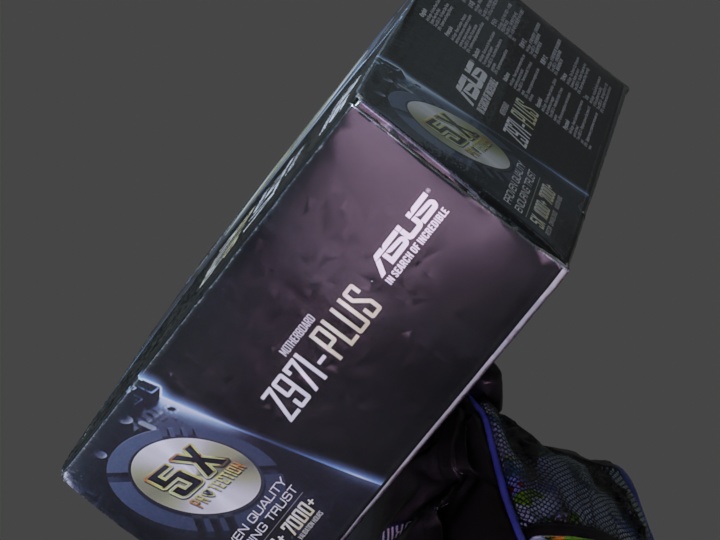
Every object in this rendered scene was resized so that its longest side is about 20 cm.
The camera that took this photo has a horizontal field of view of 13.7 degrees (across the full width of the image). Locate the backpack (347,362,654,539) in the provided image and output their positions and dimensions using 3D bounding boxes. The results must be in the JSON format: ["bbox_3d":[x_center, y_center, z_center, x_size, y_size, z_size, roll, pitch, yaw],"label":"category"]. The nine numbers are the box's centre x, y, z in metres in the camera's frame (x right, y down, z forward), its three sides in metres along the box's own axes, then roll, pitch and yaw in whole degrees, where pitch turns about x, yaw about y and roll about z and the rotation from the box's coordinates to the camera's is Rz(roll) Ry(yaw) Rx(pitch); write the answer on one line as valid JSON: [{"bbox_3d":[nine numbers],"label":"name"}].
[{"bbox_3d":[0.051,0.168,1.055,0.147,0.200,0.183,26,112,-21],"label":"backpack"}]

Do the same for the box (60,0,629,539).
[{"bbox_3d":[0.000,0.000,1.003,0.086,0.200,0.164,38,112,-4],"label":"box"}]
